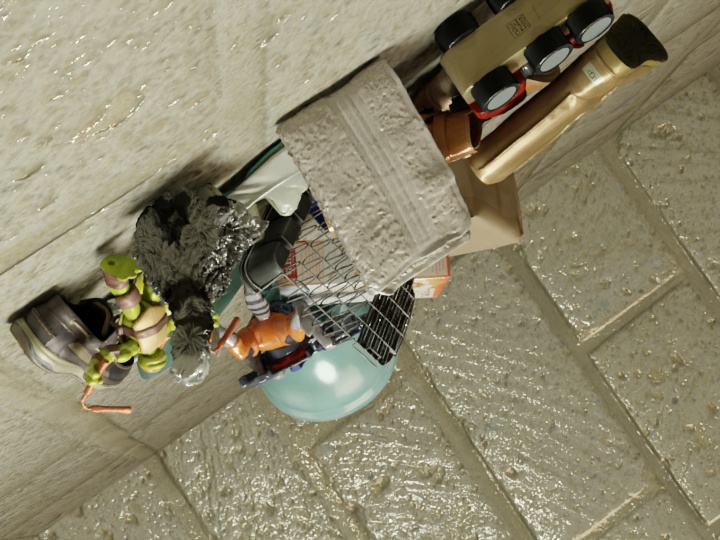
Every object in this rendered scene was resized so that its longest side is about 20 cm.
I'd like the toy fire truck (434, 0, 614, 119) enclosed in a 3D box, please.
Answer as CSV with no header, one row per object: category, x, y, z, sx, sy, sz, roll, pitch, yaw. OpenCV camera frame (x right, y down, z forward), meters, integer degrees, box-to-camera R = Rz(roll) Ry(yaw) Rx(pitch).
toy fire truck,0.175,-0.243,1.316,0.175,0.129,0.200,-36,164,8

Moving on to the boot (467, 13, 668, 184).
boot,0.221,-0.185,1.338,0.200,0.066,0.175,-41,170,34

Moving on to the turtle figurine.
turtle figurine,-0.208,0.042,1.247,0.199,0.064,0.163,-27,134,-33

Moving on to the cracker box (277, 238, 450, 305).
cracker box,0.000,0.000,1.473,0.197,0.058,0.134,-4,170,-4

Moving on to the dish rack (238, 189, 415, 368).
dish rack,-0.025,0.006,1.335,0.054,0.200,0.154,-25,-149,42

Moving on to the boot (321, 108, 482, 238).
boot,0.042,-0.112,1.279,0.153,0.074,0.201,-6,-144,19

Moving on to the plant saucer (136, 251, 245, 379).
plant saucer,-0.197,0.039,1.443,0.200,0.027,0.201,-43,-163,17

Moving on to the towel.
towel,0.018,-0.087,1.210,0.132,0.201,0.034,-33,-167,-11

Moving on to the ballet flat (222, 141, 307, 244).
ballet flat,-0.105,-0.068,1.274,0.199,0.070,0.069,-37,173,8

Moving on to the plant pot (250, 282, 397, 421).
plant pot,-0.062,0.075,1.600,0.199,0.201,0.135,-34,147,-4

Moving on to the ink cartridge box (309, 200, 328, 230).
ink cartridge box,0.030,-0.127,1.658,0.196,0.044,0.200,-38,174,26

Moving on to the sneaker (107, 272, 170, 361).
sneaker,-0.222,0.036,1.377,0.084,0.075,0.200,-28,170,-49

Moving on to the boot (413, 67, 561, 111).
boot,0.135,-0.202,1.476,0.199,0.077,0.155,-26,168,-42

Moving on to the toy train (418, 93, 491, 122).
toy train,0.064,-0.158,1.394,0.198,0.034,0.046,-18,155,18

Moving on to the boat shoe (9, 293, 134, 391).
boat shoe,-0.276,0.072,1.274,0.073,0.075,0.200,-42,163,4

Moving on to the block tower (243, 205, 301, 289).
block tower,-0.122,-0.025,1.547,0.054,0.058,0.200,-33,171,-18

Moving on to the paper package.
paper package,0.080,-0.080,1.523,0.189,0.105,0.200,-11,169,21

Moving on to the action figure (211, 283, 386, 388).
action figure,-0.074,0.055,1.421,0.198,0.105,0.193,-26,174,4

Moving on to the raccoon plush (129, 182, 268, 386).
raccoon plush,-0.148,0.012,1.171,0.096,0.203,0.134,3,170,22
